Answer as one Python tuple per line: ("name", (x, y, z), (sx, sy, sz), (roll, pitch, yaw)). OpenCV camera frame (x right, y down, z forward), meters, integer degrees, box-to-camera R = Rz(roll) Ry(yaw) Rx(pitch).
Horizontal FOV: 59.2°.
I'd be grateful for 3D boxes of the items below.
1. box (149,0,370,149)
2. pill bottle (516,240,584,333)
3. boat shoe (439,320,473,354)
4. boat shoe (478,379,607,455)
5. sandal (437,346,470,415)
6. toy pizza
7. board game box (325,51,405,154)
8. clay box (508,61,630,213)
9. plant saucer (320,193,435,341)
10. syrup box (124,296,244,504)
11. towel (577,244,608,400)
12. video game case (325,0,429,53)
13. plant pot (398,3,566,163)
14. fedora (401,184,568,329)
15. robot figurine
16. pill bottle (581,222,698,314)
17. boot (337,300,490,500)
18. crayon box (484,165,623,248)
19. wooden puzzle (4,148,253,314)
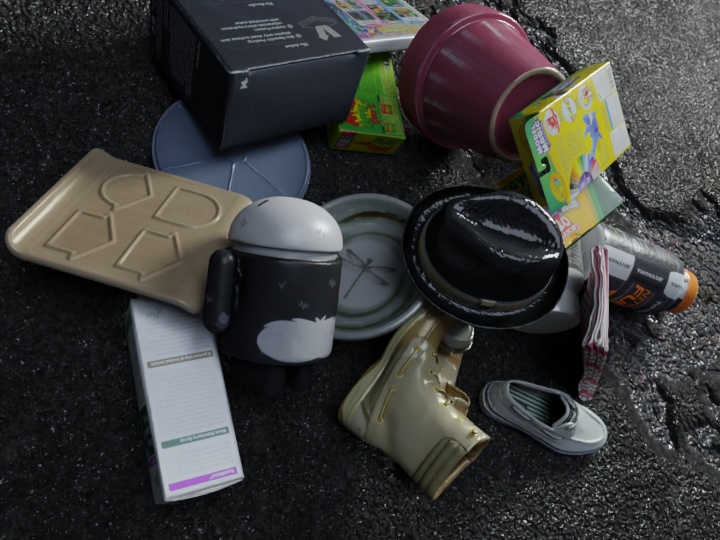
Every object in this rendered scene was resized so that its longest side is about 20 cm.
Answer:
("box", (-0.131, -0.275, 0.794), (0.196, 0.118, 0.200), (-22, 63, -33))
("pill bottle", (0.253, -0.020, 0.896), (0.113, 0.114, 0.201), (13, 64, -19))
("boat shoe", (0.108, 0.007, 0.826), (0.074, 0.068, 0.201), (0, 59, -25))
("boat shoe", (0.254, 0.195, 0.835), (0.199, 0.067, 0.074), (18, 63, -17))
("sandal", (0.102, 0.153, 0.782), (0.077, 0.070, 0.212), (21, 62, -15))
("toy pizza", (-0.162, -0.141, 0.807), (0.199, 0.032, 0.201), (9, 65, -20))
("board game box", (-0.003, -0.271, 0.922), (0.101, 0.048, 0.201), (1, 68, -23))
("clay box", (0.249, -0.159, 0.762), (0.200, 0.048, 0.115), (-36, 113, -33))
("plant saucer", (0.000, 0.000, 0.782), (0.199, 0.050, 0.201), (-6, 60, 10))
("syrup box", (-0.186, 0.131, 0.655), (0.081, 0.079, 0.201), (-7, 72, -26))
("towel", (0.309, 0.076, 0.856), (0.030, 0.200, 0.147), (4, 62, 16))
("video game case", (0.003, -0.379, 0.931), (0.200, 0.024, 0.182), (-23, 60, -41))
("plant pot", (0.178, -0.243, 0.868), (0.199, 0.201, 0.179), (-6, 35, -26))
("fedora", (0.150, -0.033, 0.707), (0.200, 0.092, 0.201), (3, 67, -8))
("robot figurine", (-0.085, 0.024, 0.660), (0.124, 0.150, 0.201), (7, 97, -1))
("pill bottle", (0.410, 0.003, 0.962), (0.199, 0.106, 0.107), (19, 63, -16))
("boot", (0.089, 0.137, 0.720), (0.155, 0.073, 0.200), (34, 77, 30))
("crayon box", (0.225, -0.070, 0.819), (0.200, 0.058, 0.119), (-36, 77, -21))
("wooden puzzle", (-0.234, -0.041, 0.680), (0.199, 0.046, 0.186), (20, 42, -2))
